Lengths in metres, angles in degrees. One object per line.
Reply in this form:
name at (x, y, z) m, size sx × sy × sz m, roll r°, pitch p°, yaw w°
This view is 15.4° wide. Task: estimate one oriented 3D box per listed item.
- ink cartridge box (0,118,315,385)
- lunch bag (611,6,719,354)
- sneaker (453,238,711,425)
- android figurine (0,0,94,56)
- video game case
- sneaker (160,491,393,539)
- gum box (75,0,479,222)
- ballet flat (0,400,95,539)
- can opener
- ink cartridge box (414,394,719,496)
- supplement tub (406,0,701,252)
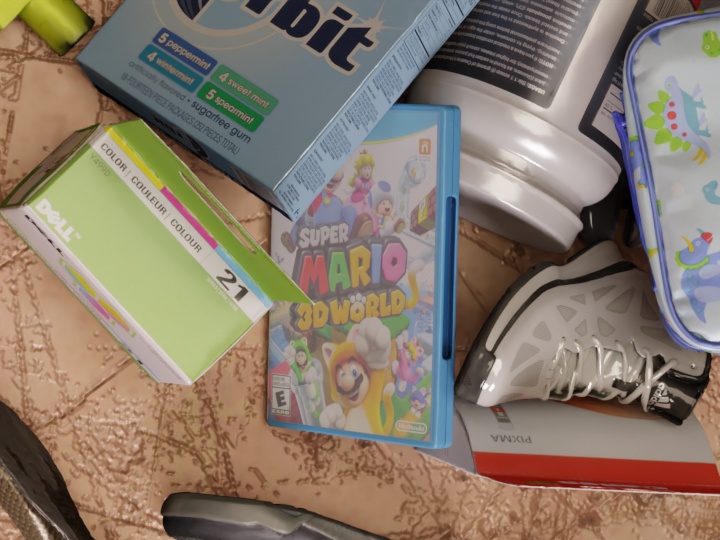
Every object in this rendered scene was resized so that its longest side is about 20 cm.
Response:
ink cartridge box at (-0.122, -0.010, 1.529) m, size 0.076 × 0.200 × 0.148 m, roll -44°, pitch 100°, yaw -11°
lunch bag at (0.232, -0.055, 1.529) m, size 0.160 × 0.082 × 0.200 m, roll -11°, pitch 85°, yaw 5°
sneaker at (0.145, 0.050, 1.581) m, size 0.115 × 0.200 × 0.076 m, roll 35°, pitch 123°, yaw 18°
android figurine at (-0.218, -0.229, 1.587) m, size 0.182 × 0.041 × 0.200 m, roll -46°, pitch 103°, yaw -11°
video game case at (0.000, 0.000, 1.594) m, size 0.018 × 0.143 × 0.200 m, roll -2°, pitch 95°, yaw -46°
sneaker at (-0.037, 0.204, 1.617) m, size 0.199 × 0.076 × 0.114 m, roll 23°, pitch 78°, yaw -20°
gum box at (-0.043, -0.153, 1.582) m, size 0.170 × 0.045 × 0.200 m, roll 34°, pitch 78°, yaw 29°
ballet flat at (-0.188, 0.156, 1.590) m, size 0.046 × 0.067 × 0.200 m, roll -32°, pitch 103°, yaw 18°
can opener at (0.183, -0.111, 1.690) m, size 0.067 × 0.053 × 0.200 m, roll 13°, pitch 85°, yaw -16°
ink cartridge box at (0.134, 0.102, 1.600) m, size 0.162 × 0.200 × 0.050 m, roll 4°, pitch 89°, yaw -16°
supplement tub at (0.114, -0.127, 1.625) m, size 0.140 × 0.140 × 0.200 m, roll 28°, pitch 83°, yaw -14°
